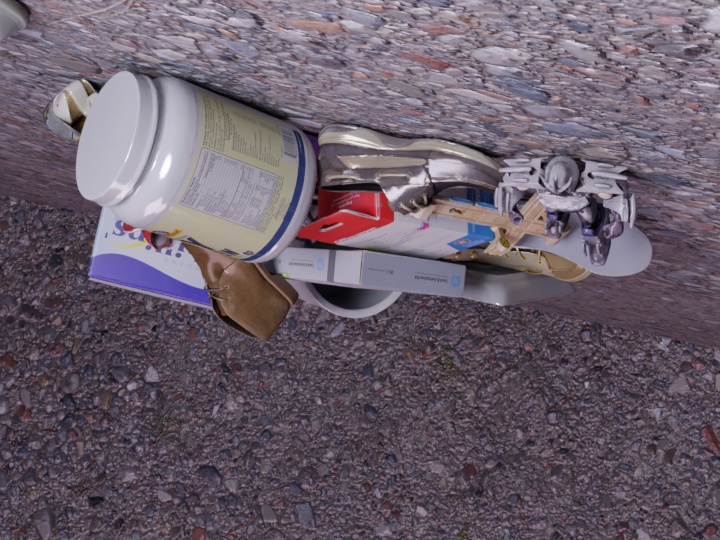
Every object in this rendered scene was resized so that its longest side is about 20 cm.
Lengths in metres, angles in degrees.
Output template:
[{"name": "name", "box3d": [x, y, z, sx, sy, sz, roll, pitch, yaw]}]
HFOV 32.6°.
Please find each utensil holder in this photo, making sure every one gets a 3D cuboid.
[{"name": "utensil holder", "box3d": [-0.033, -0.028, 1.713, 0.168, 0.173, 0.200, 14, 178, -18]}]

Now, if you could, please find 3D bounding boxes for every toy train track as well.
[{"name": "toy train track", "box3d": [0.136, -0.047, 1.266, 0.197, 0.033, 0.115, 10, 138, -29]}]

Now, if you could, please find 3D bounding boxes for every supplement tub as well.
[{"name": "supplement tub", "box3d": [-0.157, -0.099, 1.184, 0.198, 0.147, 0.144, 18, 174, -36]}]

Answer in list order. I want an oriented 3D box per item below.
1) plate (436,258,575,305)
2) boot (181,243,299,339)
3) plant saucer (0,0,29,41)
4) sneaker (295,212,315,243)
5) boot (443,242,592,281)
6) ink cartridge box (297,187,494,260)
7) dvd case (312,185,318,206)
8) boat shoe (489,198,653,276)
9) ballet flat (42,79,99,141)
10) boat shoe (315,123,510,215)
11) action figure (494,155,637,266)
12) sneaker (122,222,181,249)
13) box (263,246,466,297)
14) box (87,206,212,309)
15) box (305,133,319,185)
[{"name": "plate", "box3d": [0.151, 0.003, 1.586, 0.198, 0.033, 0.198, 14, -167, 36]}, {"name": "boot", "box3d": [-0.153, 0.008, 1.397, 0.073, 0.076, 0.200, 10, 154, 49]}, {"name": "plant saucer", "box3d": [-0.373, -0.214, 1.003, 0.197, 0.051, 0.200, 14, 177, 1]}, {"name": "sneaker", "box3d": [-0.137, -0.064, 1.472, 0.200, 0.108, 0.070, 39, 164, 38]}, {"name": "boot", "box3d": [0.181, -0.035, 1.491, 0.153, 0.074, 0.200, 7, -174, -24]}, {"name": "ink cartridge box", "box3d": [0.033, -0.066, 1.320, 0.198, 0.068, 0.116, 9, 164, -34]}, {"name": "dvd case", "box3d": [0.022, -0.086, 1.470, 0.197, 0.016, 0.149, 1, 179, -11]}, {"name": "boat shoe", "box3d": [0.228, -0.046, 1.373, 0.197, 0.070, 0.057, 14, -164, 10]}, {"name": "ballet flat", "box3d": [-0.279, -0.164, 1.294, 0.199, 0.073, 0.072, 32, -171, 39]}, {"name": "boat shoe", "box3d": [0.048, -0.089, 1.193, 0.197, 0.075, 0.074, 12, 177, 22]}, {"name": "action figure", "box3d": [0.196, -0.062, 1.146, 0.128, 0.070, 0.200, 17, 175, 19]}, {"name": "sneaker", "box3d": [-0.243, -0.088, 1.334, 0.198, 0.114, 0.071, 13, 175, 40]}, {"name": "box", "box3d": [0.000, 0.000, 1.433, 0.154, 0.042, 0.199, 8, 179, -39]}, {"name": "box", "box3d": [-0.244, -0.066, 1.596, 0.181, 0.203, 0.105, 14, 176, -13]}, {"name": "box", "box3d": [-0.128, -0.138, 1.353, 0.197, 0.040, 0.137, 14, 176, -7]}]
